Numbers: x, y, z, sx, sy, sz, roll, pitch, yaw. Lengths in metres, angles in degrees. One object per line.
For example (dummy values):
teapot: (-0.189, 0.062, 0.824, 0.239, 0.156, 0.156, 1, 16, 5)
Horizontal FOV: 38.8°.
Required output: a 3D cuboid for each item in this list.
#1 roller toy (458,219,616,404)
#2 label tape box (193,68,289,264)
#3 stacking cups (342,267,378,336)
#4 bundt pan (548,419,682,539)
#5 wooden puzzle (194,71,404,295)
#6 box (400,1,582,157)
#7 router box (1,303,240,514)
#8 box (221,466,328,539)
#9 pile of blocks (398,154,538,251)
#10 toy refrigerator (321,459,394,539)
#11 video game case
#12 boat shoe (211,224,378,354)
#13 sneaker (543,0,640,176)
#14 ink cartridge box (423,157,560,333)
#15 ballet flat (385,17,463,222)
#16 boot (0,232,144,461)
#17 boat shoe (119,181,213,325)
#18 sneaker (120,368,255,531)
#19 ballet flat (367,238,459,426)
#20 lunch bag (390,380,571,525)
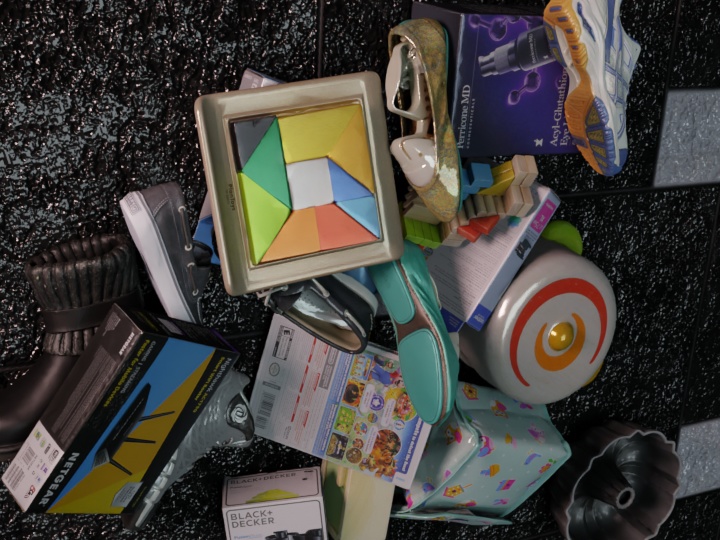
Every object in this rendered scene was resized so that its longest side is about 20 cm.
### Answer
roller toy: (0.200, 0.058, 1.195, 0.180, 0.140, 0.203, -16, 116, -22)
label tape box: (-0.075, -0.084, 1.040, 0.143, 0.063, 0.203, 13, 102, -30)
stacking cups: (0.000, 0.000, 1.111, 0.060, 0.060, 0.203, 2, 109, -28)
bundt pan: (0.338, 0.293, 1.394, 0.199, 0.076, 0.205, -10, 112, -25)
wooden puzzle: (-0.050, -0.085, 0.972, 0.198, 0.037, 0.188, -13, 99, -26)
box: (0.154, -0.205, 1.094, 0.197, 0.104, 0.150, -7, 112, -26)
router box: (-0.222, 0.136, 0.963, 0.201, 0.051, 0.149, -56, 149, 8)
box: (-0.091, 0.330, 1.168, 0.115, 0.060, 0.203, -5, 112, -3)
pile of blocks: (0.098, -0.058, 1.086, 0.198, 0.063, 0.082, -27, 143, 24)
toy refrigerator: (-0.001, 0.208, 1.182, 0.069, 0.076, 0.203, 1, 109, -28)
video game case: (-0.018, 0.141, 1.109, 0.197, 0.018, 0.145, 19, 107, 5)
boat shoe: (-0.066, 0.016, 1.023, 0.198, 0.061, 0.076, 28, 138, -20)
sneaker: (0.255, -0.196, 1.045, 0.087, 0.075, 0.202, -28, 120, -17)
ink cartridge box: (0.120, -0.021, 1.134, 0.201, 0.119, 0.042, -57, 140, 0)
ballet flat: (0.057, -0.147, 1.010, 0.070, 0.070, 0.203, -7, 96, -25)
boot: (-0.293, 0.068, 0.968, 0.210, 0.079, 0.160, -31, 127, -27)
boat shoe: (-0.173, -0.009, 0.987, 0.066, 0.070, 0.201, -27, 138, -14)
sneaker: (-0.171, 0.193, 1.084, 0.114, 0.075, 0.202, 21, 97, -31)
ballet flat: (0.068, 0.057, 1.057, 0.070, 0.067, 0.203, -11, 78, -42)
lunch bag: (0.124, 0.239, 1.230, 0.169, 0.123, 0.201, 14, 126, -38)
